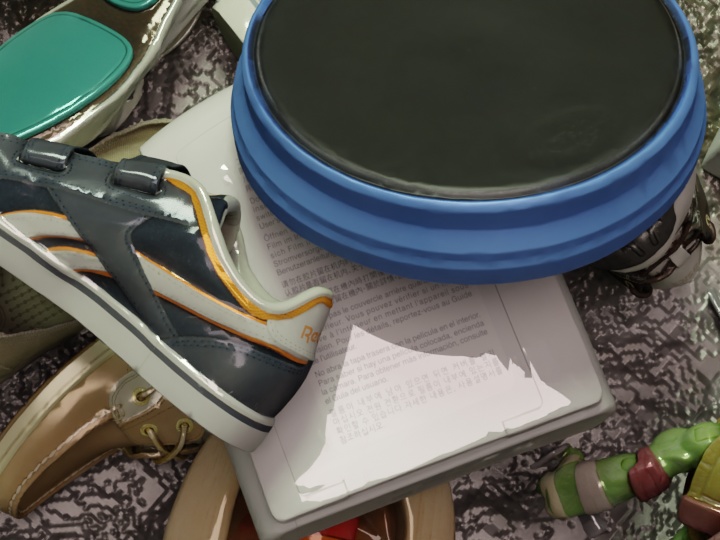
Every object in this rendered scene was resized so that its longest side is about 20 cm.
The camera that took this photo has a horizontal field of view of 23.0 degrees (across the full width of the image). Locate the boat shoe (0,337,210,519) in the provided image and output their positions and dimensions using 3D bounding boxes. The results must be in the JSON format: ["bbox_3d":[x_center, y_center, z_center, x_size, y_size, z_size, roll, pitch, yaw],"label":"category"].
[{"bbox_3d":[-0.090,0.053,0.832,0.200,0.074,0.066,-41,81,-12],"label":"boat shoe"}]

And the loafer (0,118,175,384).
[{"bbox_3d":[-0.127,-0.009,0.814,0.076,0.068,0.200,52,53,-9],"label":"loafer"}]

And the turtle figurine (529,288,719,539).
[{"bbox_3d":[0.158,0.111,0.844,0.144,0.199,0.195,-8,107,-49],"label":"turtle figurine"}]

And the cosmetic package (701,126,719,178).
[{"bbox_3d":[0.295,-0.102,0.842,0.167,0.200,0.167,29,77,0],"label":"cosmetic package"}]

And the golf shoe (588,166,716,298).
[{"bbox_3d":[0.134,-0.029,0.818,0.078,0.200,0.095,-38,102,14],"label":"golf shoe"}]

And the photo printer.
[{"bbox_3d":[0.000,0.000,0.782,0.166,0.069,0.201,-21,76,-6],"label":"photo printer"}]

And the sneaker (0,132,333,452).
[{"bbox_3d":[-0.100,-0.017,0.720,0.200,0.078,0.080,37,93,4],"label":"sneaker"}]

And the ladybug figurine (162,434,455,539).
[{"bbox_3d":[-0.028,0.144,0.821,0.135,0.072,0.201,16,77,-7],"label":"ladybug figurine"}]

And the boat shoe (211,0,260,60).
[{"bbox_3d":[0.012,-0.075,0.870,0.071,0.070,0.201,-39,83,-6],"label":"boat shoe"}]

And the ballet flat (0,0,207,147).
[{"bbox_3d":[-0.119,-0.108,0.857,0.069,0.069,0.200,36,68,1],"label":"ballet flat"}]

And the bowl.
[{"bbox_3d":[0.044,-0.080,0.738,0.200,0.039,0.201,-1,47,1],"label":"bowl"}]
